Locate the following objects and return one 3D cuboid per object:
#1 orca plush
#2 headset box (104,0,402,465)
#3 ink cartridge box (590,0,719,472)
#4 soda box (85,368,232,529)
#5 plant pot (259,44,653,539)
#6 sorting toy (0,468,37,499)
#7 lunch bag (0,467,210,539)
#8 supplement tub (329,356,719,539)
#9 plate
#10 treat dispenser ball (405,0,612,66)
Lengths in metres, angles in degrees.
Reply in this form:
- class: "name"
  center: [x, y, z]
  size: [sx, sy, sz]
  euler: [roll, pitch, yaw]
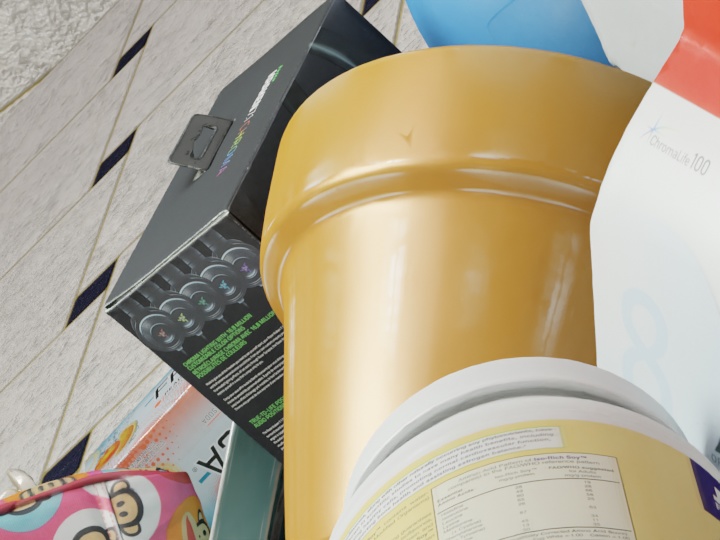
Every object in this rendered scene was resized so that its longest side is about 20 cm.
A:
- class: "orca plush"
  center: [0.170, -0.090, 1.211]
  size: [0.200, 0.071, 0.106]
  euler: [36, 126, 43]
- class: "headset box"
  center: [0.000, 0.000, 1.296]
  size: [0.093, 0.200, 0.175]
  euler: [-36, 20, 37]
- class: "ink cartridge box"
  center: [0.129, -0.016, 0.921]
  size: [0.047, 0.201, 0.160]
  euler: [-18, 29, -21]
- class: "soda box"
  center: [-0.060, 0.063, 1.564]
  size: [0.200, 0.068, 0.064]
  euler: [-46, 15, 8]
- class: "plant pot"
  center: [0.050, 0.048, 1.097]
  size: [0.200, 0.199, 0.184]
  euler: [-32, 38, 48]
- class: "sorting toy"
  center: [-0.217, 0.214, 1.609]
  size: [0.200, 0.107, 0.180]
  euler: [-51, 8, -6]
- class: "lunch bag"
  center: [-0.173, 0.163, 1.435]
  size: [0.199, 0.082, 0.176]
  euler: [-18, -9, -12]
- class: "supplement tub"
  center: [0.060, 0.129, 0.879]
  size: [0.145, 0.145, 0.200]
  euler: [-44, 22, 18]
- class: "plate"
  center: [-0.044, 0.096, 1.378]
  size: [0.200, 0.025, 0.202]
  euler: [11, -90, -86]
- class: "treat dispenser ball"
  center: [0.114, -0.161, 1.363]
  size: [0.201, 0.201, 0.201]
  euler: [-45, 15, 16]
